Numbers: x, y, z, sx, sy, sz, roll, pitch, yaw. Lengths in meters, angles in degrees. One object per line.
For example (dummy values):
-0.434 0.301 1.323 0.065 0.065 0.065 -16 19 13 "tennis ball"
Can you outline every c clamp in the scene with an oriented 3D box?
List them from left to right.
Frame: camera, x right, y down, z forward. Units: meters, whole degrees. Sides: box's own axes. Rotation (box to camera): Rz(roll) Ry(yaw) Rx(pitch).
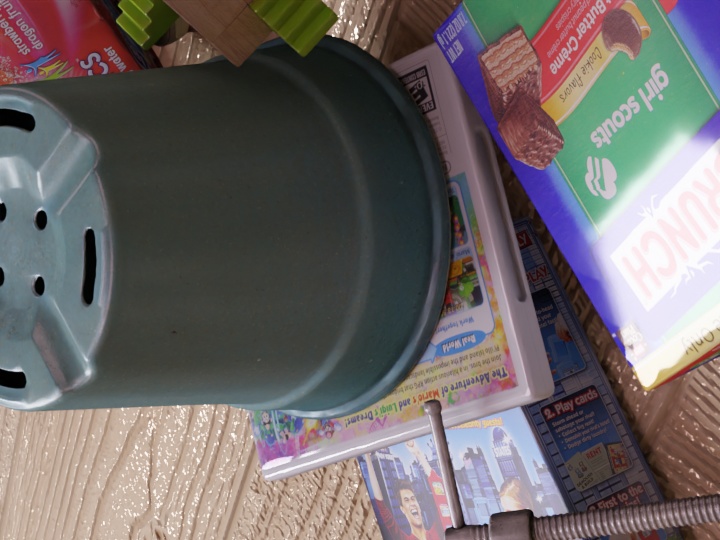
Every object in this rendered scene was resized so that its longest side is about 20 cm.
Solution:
0.135 0.141 0.941 0.199 0.027 0.172 -4 104 15 "c clamp"

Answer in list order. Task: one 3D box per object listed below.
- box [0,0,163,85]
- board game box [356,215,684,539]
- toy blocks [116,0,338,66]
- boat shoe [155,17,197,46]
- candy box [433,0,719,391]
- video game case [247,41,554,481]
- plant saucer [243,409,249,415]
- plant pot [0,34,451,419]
-0.179 -0.119 1.122 0.096 0.099 0.200 62 -177 37 "box"
0.068 0.079 1.058 0.200 0.061 0.201 -11 97 57 "board game box"
-0.113 -0.181 0.907 0.200 0.100 0.137 45 -177 35 "toy blocks"
-0.104 -0.229 1.118 0.072 0.067 0.201 37 138 48 "boat shoe"
0.140 -0.071 0.862 0.201 0.077 0.169 59 145 11 "candy box"
0.000 0.000 1.019 0.199 0.024 0.183 -22 79 42 "video game case"
-0.063 -0.001 1.151 0.200 0.050 0.201 179 90 -64 "plant saucer"
-0.093 -0.015 0.956 0.200 0.196 0.201 6 98 42 "plant pot"
